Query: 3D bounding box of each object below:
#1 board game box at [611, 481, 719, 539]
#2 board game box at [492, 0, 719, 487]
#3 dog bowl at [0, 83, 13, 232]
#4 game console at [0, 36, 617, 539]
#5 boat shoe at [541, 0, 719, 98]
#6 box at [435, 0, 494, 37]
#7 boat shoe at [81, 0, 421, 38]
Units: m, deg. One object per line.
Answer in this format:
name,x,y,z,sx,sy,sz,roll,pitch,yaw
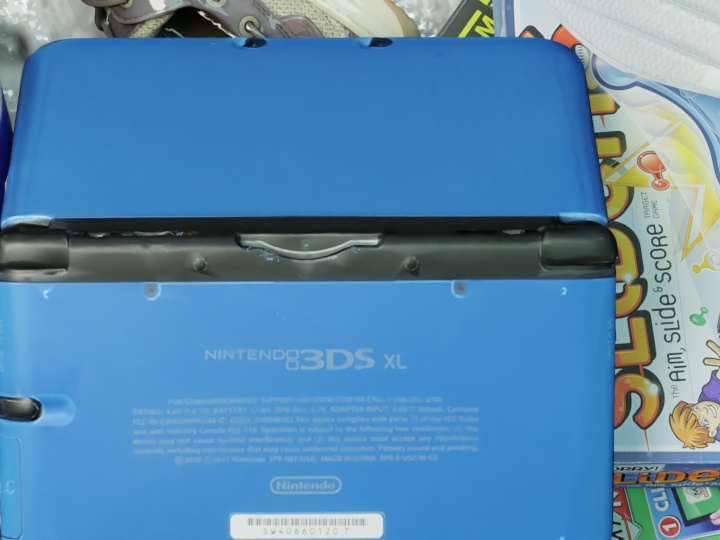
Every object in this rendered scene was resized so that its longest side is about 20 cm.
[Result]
board game box,0.121,0.009,0.860,0.134,0.029,0.200,-10,70,-6
board game box,0.118,-0.021,0.837,0.135,0.034,0.200,-1,69,-4
dog bowl,-0.218,-0.029,0.806,0.200,0.079,0.200,-5,41,5
game console,-0.018,0.010,0.792,0.200,0.118,0.171,0,100,-1
boat shoe,0.140,-0.089,0.814,0.200,0.062,0.072,34,112,23
box,0.128,-0.068,0.932,0.193,0.048,0.200,34,81,0
boat shoe,-0.075,-0.113,0.897,0.200,0.072,0.065,28,75,-9
